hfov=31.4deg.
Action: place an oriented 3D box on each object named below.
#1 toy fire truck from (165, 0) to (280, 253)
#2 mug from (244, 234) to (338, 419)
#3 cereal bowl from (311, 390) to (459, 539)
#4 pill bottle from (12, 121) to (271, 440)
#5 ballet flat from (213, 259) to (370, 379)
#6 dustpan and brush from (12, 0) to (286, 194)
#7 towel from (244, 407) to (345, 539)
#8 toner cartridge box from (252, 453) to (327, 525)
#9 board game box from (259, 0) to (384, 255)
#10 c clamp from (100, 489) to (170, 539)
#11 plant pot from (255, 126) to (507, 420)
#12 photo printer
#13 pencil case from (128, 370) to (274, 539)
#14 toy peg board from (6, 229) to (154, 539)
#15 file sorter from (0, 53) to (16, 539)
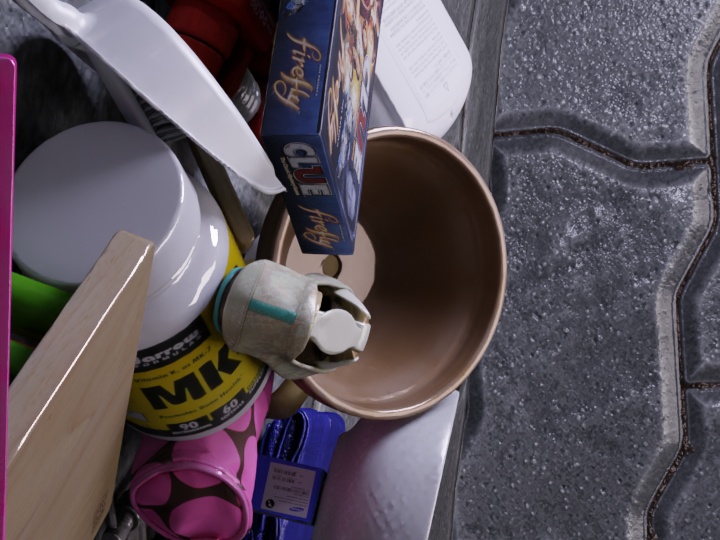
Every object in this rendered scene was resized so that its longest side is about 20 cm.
[{"bbox_3d":[-0.083,-0.114,0.847,0.176,0.128,0.201,60,50,-72],"label":"toy fire truck"},{"bbox_3d":[-0.037,0.020,1.041,0.186,0.153,0.150,-20,104,-36],"label":"mug"},{"bbox_3d":[0.013,0.177,0.966,0.200,0.083,0.201,15,90,-86],"label":"cereal bowl"},{"bbox_3d":[-0.120,0.011,0.716,0.200,0.114,0.115,73,26,-62],"label":"pill bottle"},{"bbox_3d":[-0.026,0.036,0.741,0.200,0.062,0.068,14,91,-76],"label":"ballet flat"},{"bbox_3d":[-0.130,-0.113,0.656,0.057,0.139,0.200,-42,138,-12],"label":"dustpan and brush"},{"bbox_3d":[-0.067,0.208,1.272,0.200,0.049,0.148,36,69,-77],"label":"towel"},{"bbox_3d":[-0.073,0.173,1.017,0.200,0.094,0.043,80,24,-78],"label":"toner cartridge box"},{"bbox_3d":[-0.018,-0.129,0.768,0.136,0.034,0.201,74,20,-62],"label":"board game box"},{"bbox_3d":[-0.139,0.155,0.917,0.200,0.027,0.172,-58,154,-66],"label":"c clamp"},{"bbox_3d":[0.000,0.000,0.913,0.200,0.093,0.202,-3,95,-34],"label":"plant pot"},{"bbox_3d":[0.016,-0.199,1.096,0.201,0.069,0.167,58,39,-17],"label":"photo printer"},{"bbox_3d":[-0.097,0.098,0.867,0.200,0.090,0.094,-80,168,-56],"label":"pencil case"},{"bbox_3d":[-0.184,0.100,0.570,0.200,0.097,0.200,-66,175,-50],"label":"toy peg board"},{"bbox_3d":[-0.167,0.043,0.344,0.125,0.138,0.201,-138,-129,-71],"label":"file sorter"}]
